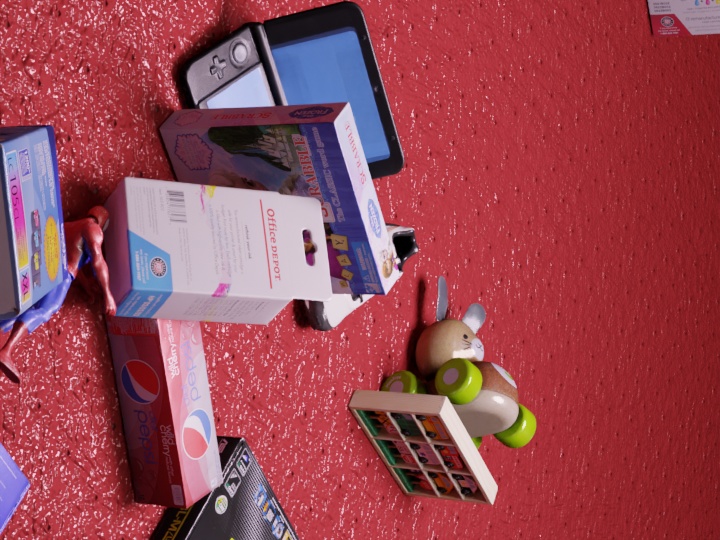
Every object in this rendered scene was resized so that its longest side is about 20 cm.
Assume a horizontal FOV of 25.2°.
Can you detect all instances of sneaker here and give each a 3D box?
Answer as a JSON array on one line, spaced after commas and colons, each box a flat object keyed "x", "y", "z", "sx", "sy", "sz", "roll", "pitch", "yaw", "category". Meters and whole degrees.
[{"x": 0.000, "y": 0.000, "z": 1.868, "sx": 0.200, "sy": 0.080, "sz": 0.074, "roll": -53, "pitch": 137, "yaw": -44, "category": "sneaker"}]

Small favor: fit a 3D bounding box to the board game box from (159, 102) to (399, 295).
[{"x": -0.080, "y": -0.068, "z": 1.597, "sx": 0.041, "sy": 0.199, "sz": 0.200, "roll": -55, "pitch": 136, "yaw": -47, "category": "board game box"}]

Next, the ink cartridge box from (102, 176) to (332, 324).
[{"x": -0.134, "y": -0.015, "z": 1.508, "sx": 0.200, "sy": 0.068, "sz": 0.115, "roll": 5, "pitch": 64, "yaw": -26, "category": "ink cartridge box"}]

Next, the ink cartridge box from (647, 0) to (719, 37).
[{"x": 0.582, "y": -0.530, "z": 2.808, "sx": 0.145, "sy": 0.145, "sz": 0.200, "roll": -50, "pitch": 133, "yaw": -47, "category": "ink cartridge box"}]

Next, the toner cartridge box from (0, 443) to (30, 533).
[{"x": -0.347, "y": 0.145, "z": 1.291, "sx": 0.095, "sy": 0.043, "sz": 0.200, "roll": -64, "pitch": 143, "yaw": -38, "category": "toner cartridge box"}]

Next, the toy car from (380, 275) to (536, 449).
[{"x": 0.130, "y": 0.112, "z": 2.052, "sx": 0.164, "sy": 0.158, "sz": 0.200, "roll": 39, "pitch": 46, "yaw": -43, "category": "toy car"}]

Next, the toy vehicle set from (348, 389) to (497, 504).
[{"x": 0.079, "y": 0.217, "z": 1.973, "sx": 0.200, "sy": 0.124, "sz": 0.027, "roll": 60, "pitch": 42, "yaw": -43, "category": "toy vehicle set"}]

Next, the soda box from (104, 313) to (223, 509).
[{"x": -0.188, "y": 0.124, "z": 1.554, "sx": 0.070, "sy": 0.063, "sz": 0.200, "roll": -31, "pitch": 119, "yaw": -56, "category": "soda box"}]

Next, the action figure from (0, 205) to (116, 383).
[{"x": -0.261, "y": 0.032, "z": 1.419, "sx": 0.099, "sy": 0.065, "sz": 0.200, "roll": 57, "pitch": 45, "yaw": -36, "category": "action figure"}]

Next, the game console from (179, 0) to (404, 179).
[{"x": -0.068, "y": -0.155, "z": 1.664, "sx": 0.176, "sy": 0.116, "sz": 0.200, "roll": -40, "pitch": 123, "yaw": -40, "category": "game console"}]

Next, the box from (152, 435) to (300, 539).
[{"x": -0.141, "y": 0.307, "z": 1.665, "sx": 0.193, "sy": 0.047, "sz": 0.200, "roll": -63, "pitch": 141, "yaw": -41, "category": "box"}]

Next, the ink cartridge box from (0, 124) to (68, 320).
[{"x": -0.291, "y": -0.045, "z": 1.300, "sx": 0.200, "sy": 0.076, "sz": 0.137, "roll": -85, "pitch": 171, "yaw": -80, "category": "ink cartridge box"}]
